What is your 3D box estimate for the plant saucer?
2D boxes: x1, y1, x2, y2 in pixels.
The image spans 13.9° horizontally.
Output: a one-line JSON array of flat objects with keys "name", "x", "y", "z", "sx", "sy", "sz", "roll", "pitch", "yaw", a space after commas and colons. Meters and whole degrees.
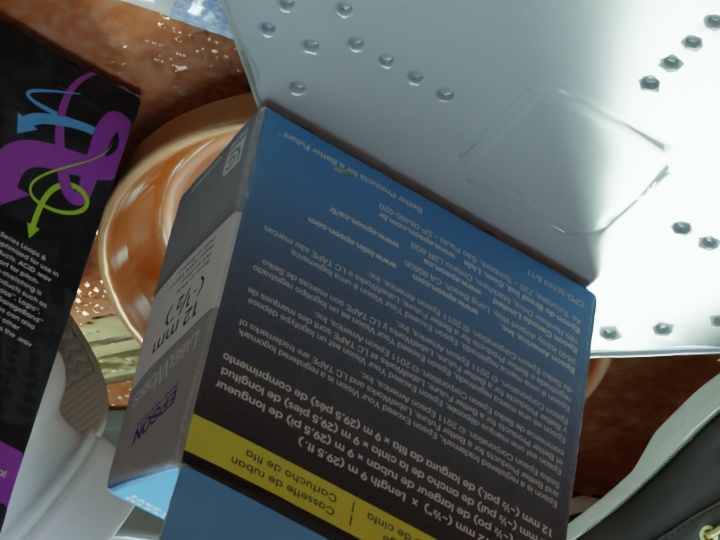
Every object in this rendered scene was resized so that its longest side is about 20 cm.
[{"name": "plant saucer", "x": 0.000, "y": 0.000, "z": 1.121, "sx": 0.200, "sy": 0.032, "sz": 0.200, "roll": 8, "pitch": 141, "yaw": 7}]

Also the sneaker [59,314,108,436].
[{"name": "sneaker", "x": -0.203, "y": 0.031, "z": 1.185, "sx": 0.200, "sy": 0.074, "sz": 0.118, "roll": 32, "pitch": 133, "yaw": -7}]

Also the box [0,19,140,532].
[{"name": "box", "x": -0.164, "y": -0.015, "z": 1.016, "sx": 0.143, "sy": 0.200, "sz": 0.036, "roll": 30, "pitch": 140, "yaw": -18}]

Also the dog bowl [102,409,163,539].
[{"name": "dog bowl", "x": -0.081, "y": 0.144, "z": 1.305, "sx": 0.200, "sy": 0.059, "sz": 0.200, "roll": 9, "pitch": 143, "yaw": 7}]

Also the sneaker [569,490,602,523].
[{"name": "sneaker", "x": 0.088, "y": 0.119, "z": 1.213, "sx": 0.200, "sy": 0.098, "sz": 0.071, "roll": -12, "pitch": 128, "yaw": -5}]

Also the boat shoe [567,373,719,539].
[{"name": "boat shoe", "x": 0.113, "y": 0.115, "z": 1.098, "sx": 0.072, "sy": 0.061, "sz": 0.201, "roll": 4, "pitch": 138, "yaw": -33}]

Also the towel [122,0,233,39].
[{"name": "towel", "x": -0.009, "y": -0.115, "z": 0.987, "sx": 0.200, "sy": 0.024, "sz": 0.147, "roll": 19, "pitch": 143, "yaw": -7}]

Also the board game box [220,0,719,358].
[{"name": "board game box", "x": 0.071, "y": -0.045, "z": 1.002, "sx": 0.200, "sy": 0.026, "sz": 0.200, "roll": -2, "pitch": 137, "yaw": 16}]

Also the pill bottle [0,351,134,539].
[{"name": "pill bottle", "x": -0.178, "y": 0.041, "z": 1.071, "sx": 0.200, "sy": 0.111, "sz": 0.111, "roll": 41, "pitch": 137, "yaw": -7}]

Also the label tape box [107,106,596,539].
[{"name": "label tape box", "x": -0.004, "y": 0.062, "z": 0.968, "sx": 0.143, "sy": 0.200, "sz": 0.066, "roll": 29, "pitch": 137, "yaw": -19}]
